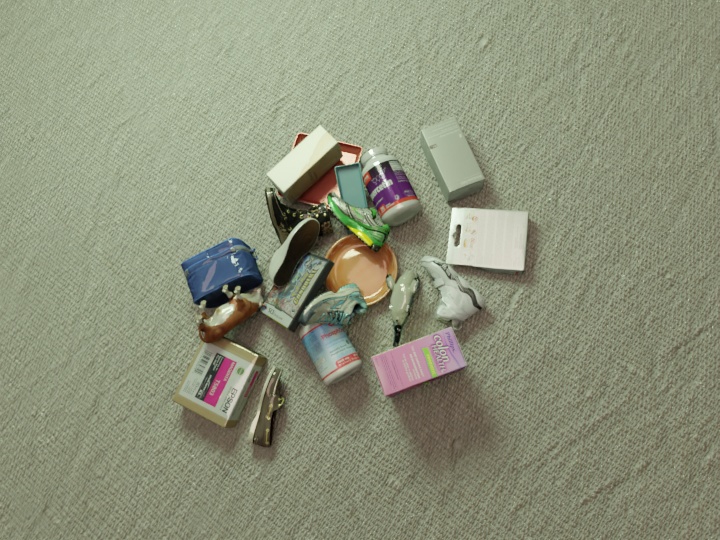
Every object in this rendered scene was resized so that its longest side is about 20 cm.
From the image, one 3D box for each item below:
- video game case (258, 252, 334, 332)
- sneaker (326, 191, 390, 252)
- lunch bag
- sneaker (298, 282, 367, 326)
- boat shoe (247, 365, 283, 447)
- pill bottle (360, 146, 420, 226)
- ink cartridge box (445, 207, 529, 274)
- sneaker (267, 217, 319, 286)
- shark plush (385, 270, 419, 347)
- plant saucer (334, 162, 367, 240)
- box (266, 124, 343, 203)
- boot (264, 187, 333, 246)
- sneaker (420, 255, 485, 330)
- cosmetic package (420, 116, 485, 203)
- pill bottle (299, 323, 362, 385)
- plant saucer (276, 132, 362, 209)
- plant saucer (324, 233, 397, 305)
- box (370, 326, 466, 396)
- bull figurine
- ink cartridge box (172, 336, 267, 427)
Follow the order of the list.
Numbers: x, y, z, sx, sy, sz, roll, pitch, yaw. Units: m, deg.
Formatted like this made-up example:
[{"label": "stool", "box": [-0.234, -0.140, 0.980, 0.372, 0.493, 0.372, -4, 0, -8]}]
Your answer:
[{"label": "video game case", "box": [-0.170, 0.045, 1.384, 0.180, 0.025, 0.200, 19, 76, 54]}, {"label": "sneaker", "box": [-0.007, -0.140, 1.403, 0.200, 0.078, 0.085, 41, 91, 7]}, {"label": "lunch bag", "box": [-0.363, -0.004, 1.420, 0.199, 0.136, 0.133, -27, 75, 1]}, {"label": "sneaker", "box": [-0.059, 0.096, 1.306, 0.200, 0.078, 0.086, -24, 68, -40]}, {"label": "boat shoe", "box": [-0.228, 0.345, 1.356, 0.059, 0.072, 0.201, 16, 83, 4]}, {"label": "pill bottle", "box": [0.074, -0.226, 1.430, 0.112, 0.112, 0.201, -25, 75, 1]}, {"label": "ink cartridge box", "box": [0.334, -0.078, 1.404, 0.199, 0.050, 0.163, 5, 78, 17]}, {"label": "sneaker", "box": [-0.185, -0.060, 1.403, 0.200, 0.073, 0.085, -55, 36, 3]}, {"label": "shark plush", "box": [0.119, 0.095, 1.365, 0.090, 0.083, 0.201, -6, 74, 22]}, {"label": "plant saucer", "box": [-0.017, -0.186, 1.444, 0.070, 0.019, 0.201, -10, 99, 5]}, {"label": "box", "box": [-0.149, -0.285, 1.447, 0.200, 0.095, 0.078, -44, 76, -3]}, {"label": "boot", "box": [-0.161, -0.150, 1.414, 0.150, 0.201, 0.073, -17, 40, -2]}, {"label": "sneaker", "box": [0.211, 0.057, 1.364, 0.200, 0.075, 0.115, 41, 82, 11]}, {"label": "cosmetic package", "box": [0.245, -0.295, 1.439, 0.106, 0.090, 0.201, -23, 72, -2]}, {"label": "pill bottle", "box": [-0.087, 0.180, 1.356, 0.108, 0.109, 0.200, -30, 75, -1]}, {"label": "plant saucer", "box": [-0.112, -0.274, 1.505, 0.199, 0.037, 0.200, 15, 79, 11]}, {"label": "plant saucer", "box": [0.000, 0.000, 1.425, 0.199, 0.037, 0.201, -2, 76, 6]}, {"label": "box", "box": [0.140, 0.224, 1.282, 0.199, 0.176, 0.097, -22, 75, 1]}, {"label": "bull figurine", "box": [-0.331, 0.102, 1.361, 0.200, 0.122, 0.065, -43, 48, -21]}, {"label": "ink cartridge box", "box": [-0.363, 0.281, 1.385, 0.164, 0.075, 0.201, 22, 79, 13]}]
